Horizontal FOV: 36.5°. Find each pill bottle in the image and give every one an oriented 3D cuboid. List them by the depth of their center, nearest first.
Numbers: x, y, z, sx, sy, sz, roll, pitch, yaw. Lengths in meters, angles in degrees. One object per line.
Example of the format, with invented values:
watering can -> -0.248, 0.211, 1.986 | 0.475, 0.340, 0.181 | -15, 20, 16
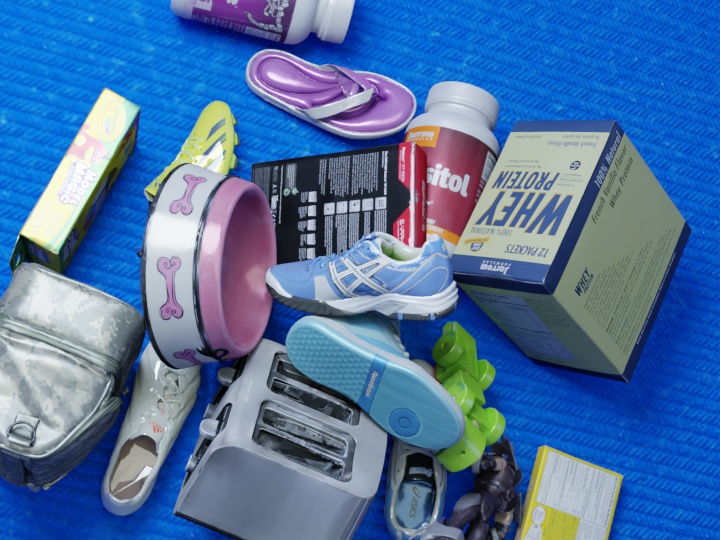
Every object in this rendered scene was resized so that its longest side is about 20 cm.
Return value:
pill bottle -> 0.092, -0.102, 1.220 | 0.111, 0.113, 0.203 | 18, 73, -9
pill bottle -> -0.106, -0.319, 1.223 | 0.197, 0.112, 0.114 | 11, 75, -10

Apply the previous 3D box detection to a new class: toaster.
toaster -> -0.068, 0.185, 1.075 | 0.197, 0.120, 0.182 | 24, 31, -7

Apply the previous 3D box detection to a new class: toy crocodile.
toy crocodile -> 0.105, 0.129, 1.156 | 0.067, 0.062, 0.201 | 39, 27, -27

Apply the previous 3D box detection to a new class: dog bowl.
dog bowl -> -0.141, -0.003, 1.068 | 0.072, 0.200, 0.204 | 3, 75, 13

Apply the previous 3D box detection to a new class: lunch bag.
lunch bag -> -0.294, 0.113, 1.035 | 0.138, 0.200, 0.170 | 24, 67, -8

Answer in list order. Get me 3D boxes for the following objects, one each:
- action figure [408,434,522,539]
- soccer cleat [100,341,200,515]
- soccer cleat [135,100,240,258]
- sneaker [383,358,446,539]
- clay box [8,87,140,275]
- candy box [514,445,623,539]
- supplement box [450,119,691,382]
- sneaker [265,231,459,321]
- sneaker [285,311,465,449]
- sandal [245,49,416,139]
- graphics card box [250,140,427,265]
action figure -> 0.119, 0.252, 1.138 | 0.200, 0.069, 0.132 | -43, 117, -50
soccer cleat -> -0.209, 0.150, 1.107 | 0.068, 0.078, 0.203 | 20, 73, -8
soccer cleat -> -0.186, -0.095, 1.172 | 0.083, 0.064, 0.203 | 20, 75, -26
sneaker -> 0.063, 0.194, 1.167 | 0.071, 0.073, 0.204 | 5, 75, -10
clay box -> -0.292, -0.076, 1.120 | 0.047, 0.115, 0.202 | 26, 73, -7
candy box -> 0.218, 0.306, 1.202 | 0.101, 0.026, 0.203 | 22, 73, -11
supplement box -> 0.229, -0.023, 1.179 | 0.200, 0.133, 0.202 | 42, 67, -38
sneaker -> 0.000, 0.000, 1.078 | 0.196, 0.076, 0.078 | 0, 110, 14
sneaker -> 0.034, 0.090, 1.108 | 0.199, 0.080, 0.131 | 34, 29, 8
sandal -> -0.035, -0.201, 1.231 | 0.199, 0.050, 0.084 | 13, 75, 1
graphics card box -> -0.025, -0.060, 1.160 | 0.197, 0.051, 0.128 | -5, 76, 23
